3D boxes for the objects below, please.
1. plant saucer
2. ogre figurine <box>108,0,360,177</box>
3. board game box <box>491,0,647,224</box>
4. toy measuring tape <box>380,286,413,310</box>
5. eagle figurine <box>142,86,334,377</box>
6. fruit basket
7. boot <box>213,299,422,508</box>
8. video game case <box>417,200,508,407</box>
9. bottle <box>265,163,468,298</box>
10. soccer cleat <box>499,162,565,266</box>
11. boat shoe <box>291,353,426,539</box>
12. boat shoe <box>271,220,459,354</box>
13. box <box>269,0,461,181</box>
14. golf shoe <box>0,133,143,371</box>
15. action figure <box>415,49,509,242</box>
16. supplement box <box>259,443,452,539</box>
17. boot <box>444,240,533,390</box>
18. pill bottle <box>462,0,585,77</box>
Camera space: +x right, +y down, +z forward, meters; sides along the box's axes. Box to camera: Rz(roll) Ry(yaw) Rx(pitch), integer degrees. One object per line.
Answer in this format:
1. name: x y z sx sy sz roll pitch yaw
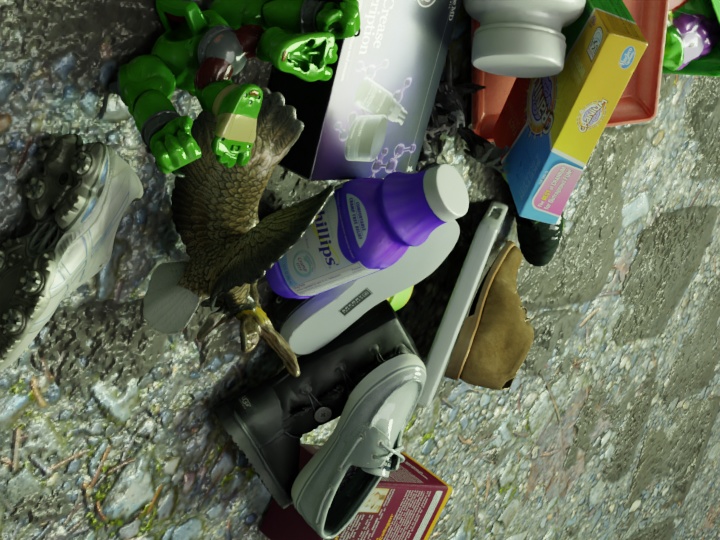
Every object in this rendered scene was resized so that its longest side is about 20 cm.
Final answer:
1. plant saucer: 0.206 -0.232 1.226 0.199 0.037 0.200 -8 130 -4
2. ogre figurine: -0.103 -0.159 0.929 0.200 0.120 0.098 -53 146 -6
3. board game box: 0.191 -0.168 1.153 0.040 0.153 0.200 11 125 -15
4. toy measuring tape: 0.008 0.044 1.229 0.073 0.074 0.200 -3 115 -48
5. eagle figurine: -0.094 -0.030 1.003 0.200 0.151 0.151 97 16 -51
6. fruit basket: 0.316 -0.260 1.329 0.215 0.155 0.216 -20 114 -53
7. boot: -0.026 0.136 1.211 0.200 0.066 0.165 -34 140 -8
8. video game case: 0.107 0.030 1.297 0.182 0.023 0.200 -44 154 -76
9. bottle: 0.001 -0.038 1.065 0.065 0.200 0.084 0 74 -53
10. soccer cleat: 0.187 -0.095 1.349 0.081 0.067 0.200 -17 119 -34
11. boat shoe: 0.010 0.173 1.165 0.070 0.072 0.201 17 114 -43
12. boat shoe: 0.000 0.000 1.153 0.200 0.057 0.069 -36 141 1
13. box: 0.002 -0.185 1.067 0.141 0.079 0.200 -9 120 -48
14. golf shoe: -0.230 -0.001 0.931 0.200 0.078 0.097 -59 149 0
15. action figure: 0.085 -0.110 1.191 0.119 0.102 0.200 -23 132 -29
16. supplement box: -0.002 0.263 1.348 0.200 0.086 0.111 16 102 -52
17. boot: 0.153 0.051 1.311 0.074 0.075 0.200 102 10 -48
18. pill bottle: 0.149 -0.280 1.089 0.111 0.111 0.200 11 83 -51
